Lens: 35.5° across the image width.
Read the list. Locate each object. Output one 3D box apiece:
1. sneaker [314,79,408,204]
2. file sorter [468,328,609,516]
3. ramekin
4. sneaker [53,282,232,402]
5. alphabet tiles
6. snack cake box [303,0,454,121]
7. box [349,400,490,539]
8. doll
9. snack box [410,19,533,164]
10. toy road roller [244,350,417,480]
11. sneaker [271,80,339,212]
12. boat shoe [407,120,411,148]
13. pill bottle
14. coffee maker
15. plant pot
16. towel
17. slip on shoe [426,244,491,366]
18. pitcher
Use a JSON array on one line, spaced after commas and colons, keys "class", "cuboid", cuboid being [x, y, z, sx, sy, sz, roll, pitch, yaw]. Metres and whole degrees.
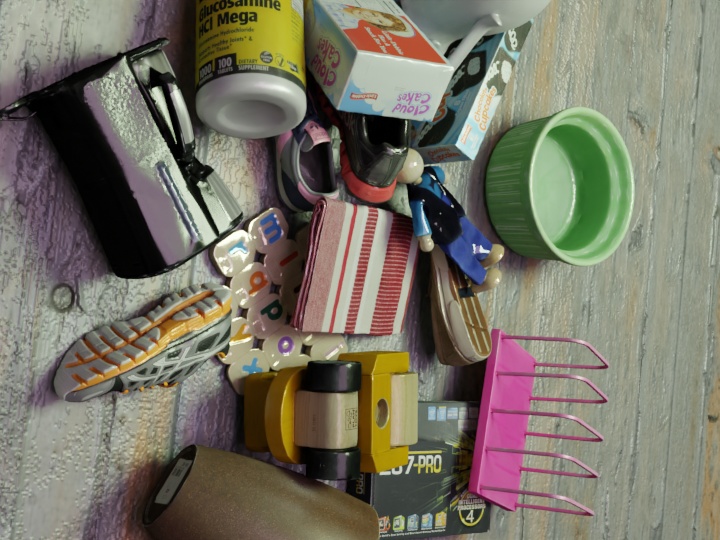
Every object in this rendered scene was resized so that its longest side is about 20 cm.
[{"class": "sneaker", "cuboid": [0.005, -0.177, 1.230, 0.070, 0.098, 0.202, -1, 60, -29]}, {"class": "file sorter", "cuboid": [0.227, 0.190, 1.381, 0.139, 0.124, 0.202, 36, 60, -55]}, {"class": "ramekin", "cuboid": [0.254, -0.106, 1.458, 0.199, 0.097, 0.202, 0, 90, -38]}, {"class": "sneaker", "cuboid": [-0.208, 0.087, 1.122, 0.199, 0.078, 0.078, -26, 126, -27]}, {"class": "alphabet tiles", "cuboid": [-0.088, 0.038, 1.247, 0.195, 0.015, 0.201, -37, 111, -29]}, {"class": "snack cake box", "cuboid": [0.001, -0.239, 1.192, 0.114, 0.201, 0.068, 5, 124, -29]}, {"class": "box", "cuboid": [0.076, 0.238, 1.354, 0.199, 0.049, 0.163, 7, 83, -38]}, {"class": "doll", "cuboid": [0.095, -0.067, 1.304, 0.200, 0.048, 0.137, 46, 38, -32]}, {"class": "snack box", "cuboid": [0.122, -0.220, 1.344, 0.037, 0.116, 0.201, 35, 69, -32]}, {"class": "toy road roller", "cuboid": [-0.036, 0.150, 1.212, 0.199, 0.145, 0.124, 3, 88, -59]}, {"class": "sneaker", "cuboid": [-0.064, -0.164, 1.222, 0.070, 0.082, 0.202, -22, 103, -31]}, {"class": "boat shoe", "cuboid": [0.035, -0.198, 1.314, 0.068, 0.056, 0.202, 2, 89, -37]}, {"class": "pill bottle", "cuboid": [-0.113, -0.247, 1.148, 0.112, 0.112, 0.202, 12, 65, -37]}, {"class": "coffee maker", "cuboid": [-0.233, -0.095, 1.082, 0.191, 0.135, 0.202, -26, 106, -10]}, {"class": "plant pot", "cuboid": [-0.114, 0.268, 1.145, 0.199, 0.187, 0.188, 37, 68, -16]}, {"class": "towel", "cuboid": [0.000, 0.000, 1.266, 0.199, 0.023, 0.146, 8, 96, -55]}, {"class": "slip on shoe", "cuboid": [0.105, 0.017, 1.369, 0.076, 0.060, 0.202, -2, 74, -53]}, {"class": "pitcher", "cuboid": [0.131, -0.299, 1.272, 0.121, 0.199, 0.173, 27, 53, -35]}]
